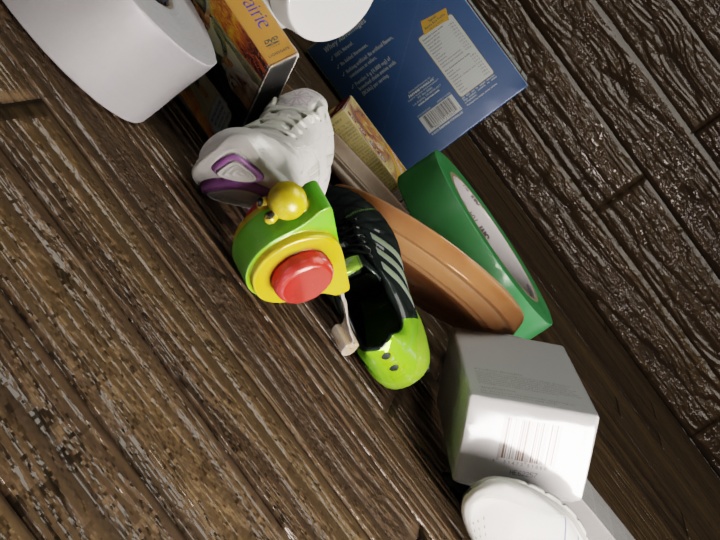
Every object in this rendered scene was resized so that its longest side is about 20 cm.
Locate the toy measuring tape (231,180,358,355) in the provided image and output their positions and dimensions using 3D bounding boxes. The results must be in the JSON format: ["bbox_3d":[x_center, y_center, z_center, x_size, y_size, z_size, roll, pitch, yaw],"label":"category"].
[{"bbox_3d":[-0.045,0.007,1.113,0.200,0.073,0.074,79,-16,-56],"label":"toy measuring tape"}]

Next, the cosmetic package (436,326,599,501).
[{"bbox_3d":[0.118,0.108,1.285,0.101,0.074,0.200,11,11,-2],"label":"cosmetic package"}]

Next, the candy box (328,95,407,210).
[{"bbox_3d":[0.026,-0.077,1.660,0.200,0.055,0.115,52,11,-9],"label":"candy box"}]

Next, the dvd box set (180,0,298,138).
[{"bbox_3d":[-0.126,-0.197,1.218,0.200,0.029,0.146,56,-28,11],"label":"dvd box set"}]

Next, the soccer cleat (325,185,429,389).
[{"bbox_3d":[0.000,0.000,1.257,0.081,0.067,0.200,54,9,-53],"label":"soccer cleat"}]

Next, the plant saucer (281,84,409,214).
[{"bbox_3d":[-0.021,-0.100,1.492,0.200,0.029,0.200,46,1,-1],"label":"plant saucer"}]

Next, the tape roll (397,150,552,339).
[{"bbox_3d":[0.110,-0.020,1.573,0.201,0.048,0.201,53,11,-14],"label":"tape roll"}]

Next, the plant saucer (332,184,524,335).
[{"bbox_3d":[0.048,-0.002,1.401,0.200,0.032,0.200,34,-10,7],"label":"plant saucer"}]

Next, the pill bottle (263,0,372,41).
[{"bbox_3d":[-0.078,-0.251,1.244,0.200,0.113,0.113,39,-1,39],"label":"pill bottle"}]

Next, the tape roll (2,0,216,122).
[{"bbox_3d":[-0.182,-0.197,1.092,0.200,0.066,0.200,52,11,-14],"label":"tape roll"}]

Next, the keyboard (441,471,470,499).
[{"bbox_3d":[0.128,0.214,1.276,0.104,0.040,0.200,33,-1,32],"label":"keyboard"}]

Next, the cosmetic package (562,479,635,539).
[{"bbox_3d":[0.178,0.205,1.439,0.200,0.051,0.083,51,14,-16],"label":"cosmetic package"}]

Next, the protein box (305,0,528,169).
[{"bbox_3d":[0.074,-0.257,2.063,0.200,0.198,0.135,53,10,-4],"label":"protein box"}]

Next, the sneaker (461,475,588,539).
[{"bbox_3d":[0.138,0.229,1.133,0.200,0.074,0.087,53,15,-1],"label":"sneaker"}]

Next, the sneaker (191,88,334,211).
[{"bbox_3d":[-0.064,-0.088,1.158,0.075,0.100,0.200,13,-3,10],"label":"sneaker"}]
